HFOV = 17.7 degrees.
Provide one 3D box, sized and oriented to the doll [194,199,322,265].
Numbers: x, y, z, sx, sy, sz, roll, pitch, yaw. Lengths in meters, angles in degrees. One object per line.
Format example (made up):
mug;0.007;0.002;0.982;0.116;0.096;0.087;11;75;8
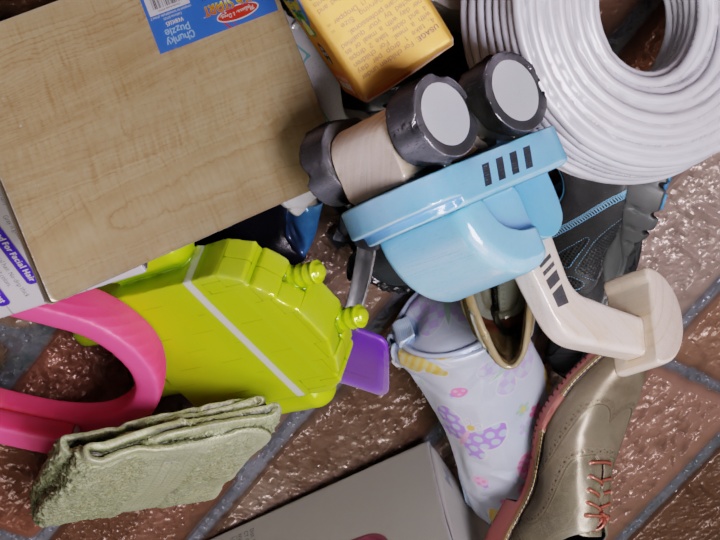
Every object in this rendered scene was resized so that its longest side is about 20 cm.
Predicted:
doll;-0.093;-0.035;1.455;0.136;0.049;0.200;-25;128;23

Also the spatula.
spatula;0.000;0.000;1.452;0.056;0.021;0.201;16;127;12

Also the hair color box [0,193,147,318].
hair color box;-0.234;-0.026;1.342;0.199;0.065;0.109;-16;133;16

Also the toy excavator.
toy excavator;0.083;-0.016;1.300;0.100;0.201;0.194;-20;-179;45

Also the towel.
towel;-0.140;0.129;1.512;0.148;0.037;0.200;-10;166;-20

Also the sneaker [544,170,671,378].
sneaker;0.148;-0.016;1.535;0.082;0.073;0.200;17;127;4

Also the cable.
cable;0.157;-0.150;1.352;0.200;0.069;0.200;-42;108;-23

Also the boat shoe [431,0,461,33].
boat shoe;0.015;-0.189;1.369;0.199;0.063;0.073;12;169;-14

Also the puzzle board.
puzzle board;-0.117;-0.087;1.281;0.200;0.017;0.151;-25;98;-29

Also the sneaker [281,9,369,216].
sneaker;-0.061;-0.133;1.360;0.080;0.070;0.201;-32;112;4

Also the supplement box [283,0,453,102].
supplement box;-0.031;-0.192;1.281;0.069;0.067;0.200;-37;103;-3

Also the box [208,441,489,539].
box;-0.004;0.234;1.650;0.199;0.109;0.128;-25;130;12

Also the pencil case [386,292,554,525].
pencil case;0.089;0.093;1.583;0.091;0.083;0.200;-33;131;-6

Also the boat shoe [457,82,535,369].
boat shoe;0.083;-0.022;1.406;0.071;0.076;0.200;-13;132;6

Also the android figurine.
android figurine;-0.087;0.034;1.464;0.200;0.041;0.182;-16;132;38

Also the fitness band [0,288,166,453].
fitness band;-0.223;0.055;1.469;0.199;0.038;0.144;13;138;-4

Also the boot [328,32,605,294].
boot;0.067;-0.071;1.455;0.197;0.073;0.163;-11;128;4

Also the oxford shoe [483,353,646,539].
oxford shoe;0.152;0.142;1.548;0.070;0.075;0.201;6;114;-37
